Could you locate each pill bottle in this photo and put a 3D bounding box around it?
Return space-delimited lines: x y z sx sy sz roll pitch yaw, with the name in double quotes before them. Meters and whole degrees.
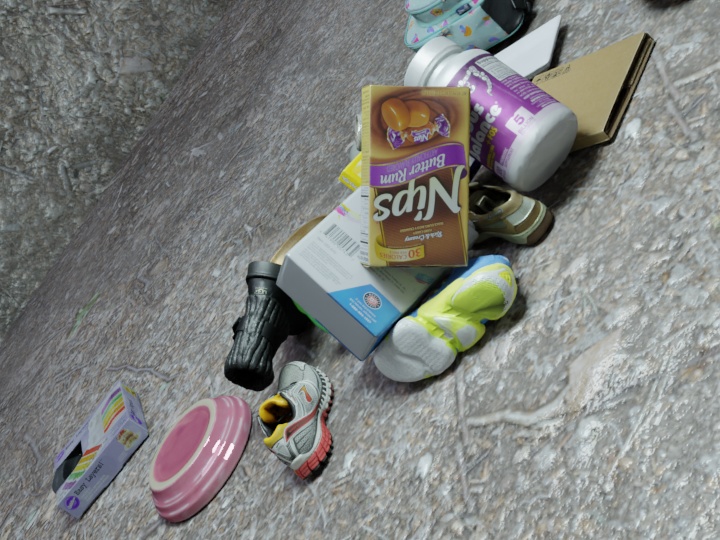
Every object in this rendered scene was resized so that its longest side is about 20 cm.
"pill bottle" 0.149 -0.191 1.345 0.200 0.112 0.112 40 91 24

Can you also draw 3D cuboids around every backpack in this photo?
"backpack" 0.153 -0.410 1.765 0.200 0.153 0.177 -38 31 44

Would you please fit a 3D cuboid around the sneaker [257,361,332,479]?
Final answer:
"sneaker" -0.085 0.171 1.433 0.078 0.082 0.200 -46 22 15

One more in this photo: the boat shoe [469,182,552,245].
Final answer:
"boat shoe" 0.150 -0.079 1.373 0.072 0.076 0.200 -59 23 -13

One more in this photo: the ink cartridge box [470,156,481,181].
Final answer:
"ink cartridge box" 0.146 -0.167 1.463 0.201 0.044 0.094 -56 -9 12

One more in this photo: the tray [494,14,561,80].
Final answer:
"tray" 0.210 -0.282 1.631 0.200 0.022 0.108 -27 34 44

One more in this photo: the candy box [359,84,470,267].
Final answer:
"candy box" 0.061 -0.105 1.273 0.056 0.116 0.201 -156 65 -78

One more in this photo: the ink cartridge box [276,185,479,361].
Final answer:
"ink cartridge box" 0.022 -0.015 1.352 0.200 0.144 0.085 -43 -10 -27

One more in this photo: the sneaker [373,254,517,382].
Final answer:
"sneaker" 0.104 0.051 1.300 0.200 0.076 0.105 -35 12 29

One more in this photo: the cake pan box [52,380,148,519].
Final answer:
"cake pan box" -0.449 0.306 1.949 0.200 0.052 0.184 -50 21 3

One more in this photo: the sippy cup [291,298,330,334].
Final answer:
"sippy cup" 0.000 0.000 1.483 0.131 0.177 0.140 -61 -13 -48

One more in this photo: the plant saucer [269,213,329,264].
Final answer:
"plant saucer" -0.093 0.003 1.751 0.200 0.035 0.201 -41 26 25

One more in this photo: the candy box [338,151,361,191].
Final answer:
"candy box" 0.061 -0.152 1.551 0.200 0.102 0.026 -50 -6 -40

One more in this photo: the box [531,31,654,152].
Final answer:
"box" 0.262 -0.206 1.421 0.200 0.021 0.164 -14 43 55

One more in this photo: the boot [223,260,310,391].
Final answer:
"boot" -0.127 0.094 1.559 0.079 0.211 0.159 3 70 14

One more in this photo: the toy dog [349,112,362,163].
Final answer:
"toy dog" 0.039 -0.118 1.609 0.132 0.096 0.201 105 165 -59

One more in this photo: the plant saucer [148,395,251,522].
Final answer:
"plant saucer" -0.238 0.260 1.626 0.200 0.051 0.201 -41 26 24
